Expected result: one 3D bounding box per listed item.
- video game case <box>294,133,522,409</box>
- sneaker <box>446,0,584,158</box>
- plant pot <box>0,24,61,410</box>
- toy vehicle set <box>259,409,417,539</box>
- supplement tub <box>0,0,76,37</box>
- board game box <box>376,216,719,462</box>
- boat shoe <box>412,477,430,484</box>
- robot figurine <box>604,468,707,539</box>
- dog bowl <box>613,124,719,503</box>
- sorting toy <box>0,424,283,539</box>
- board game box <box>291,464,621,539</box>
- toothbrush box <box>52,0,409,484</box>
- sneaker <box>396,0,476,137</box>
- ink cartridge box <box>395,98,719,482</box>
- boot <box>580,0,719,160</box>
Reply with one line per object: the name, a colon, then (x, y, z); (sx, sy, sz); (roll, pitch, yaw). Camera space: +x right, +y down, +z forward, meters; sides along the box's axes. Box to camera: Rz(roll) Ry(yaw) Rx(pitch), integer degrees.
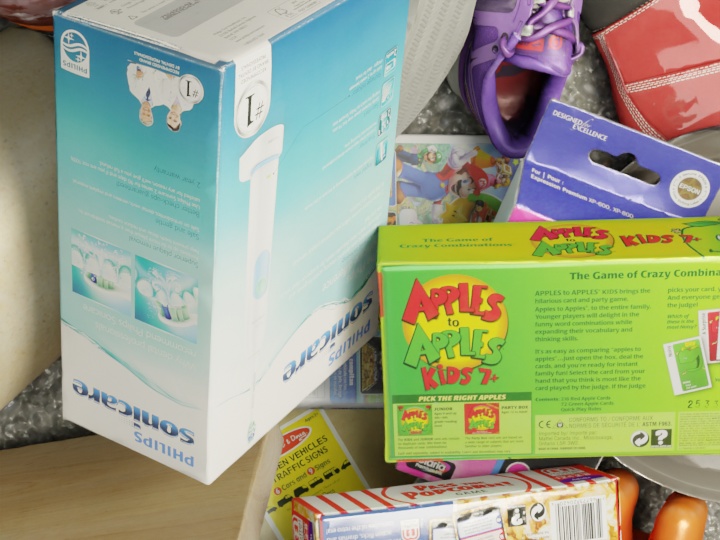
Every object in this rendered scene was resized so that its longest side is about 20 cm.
video game case: (0.000, 0.000, 0.848); (0.199, 0.018, 0.144); (1, 81, -5)
sneaker: (0.087, -0.140, 0.785); (0.080, 0.084, 0.200); (-9, 134, -7)
plant pot: (-0.195, -0.014, 0.770); (0.183, 0.200, 0.201); (-35, 101, -11)
toy vehicle set: (-0.029, 0.114, 0.879); (0.200, 0.027, 0.124); (-30, 100, -2)
supplement tub: (-0.118, -0.153, 0.733); (0.107, 0.200, 0.107); (-1, 87, 19)
board game box: (0.109, 0.031, 0.751); (0.199, 0.048, 0.102); (-1, 113, 3)
boat shoe: (0.035, 0.188, 0.848); (0.070, 0.066, 0.201); (14, 73, -7)
robot figurine: (0.131, 0.210, 0.866); (0.143, 0.117, 0.201); (12, 97, -23)
dog bowl: (0.194, 0.017, 0.826); (0.199, 0.059, 0.201); (5, 110, 12)
sorting toy: (-0.139, 0.169, 0.774); (0.199, 0.199, 0.070); (-10, 124, 17)
board game box: (0.050, 0.200, 0.767); (0.151, 0.046, 0.201); (-4, 93, -17)
toothbrush box: (-0.054, -0.033, 0.712); (0.085, 0.146, 0.200); (20, 126, 24)
sneaker: (-0.007, -0.143, 0.780); (0.116, 0.200, 0.074); (43, 53, 16)
ink cartridge box: (0.096, 0.025, 0.794); (0.094, 0.037, 0.200); (20, 110, -6)
boot: (0.215, -0.144, 0.850); (0.200, 0.072, 0.145); (-23, 99, 1)
